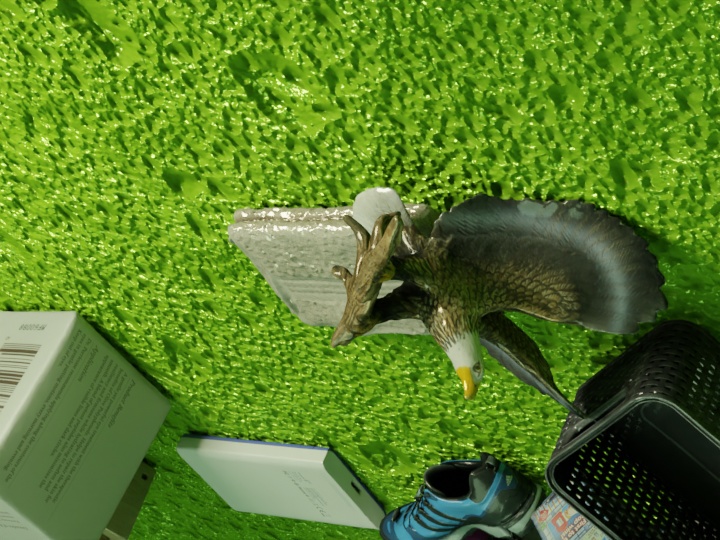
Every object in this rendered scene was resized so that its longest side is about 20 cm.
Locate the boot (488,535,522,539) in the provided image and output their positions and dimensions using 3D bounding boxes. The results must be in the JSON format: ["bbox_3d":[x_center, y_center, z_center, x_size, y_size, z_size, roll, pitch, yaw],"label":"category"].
[{"bbox_3d":[0.188,0.295,1.314,0.132,0.070,0.200,33,166,-13],"label":"boot"}]

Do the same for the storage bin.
[{"bbox_3d":[0.252,0.150,1.044,0.200,0.094,0.135,40,132,-5],"label":"storage bin"}]

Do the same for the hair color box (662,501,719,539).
[{"bbox_3d":[0.311,0.234,1.219,0.100,0.061,0.200,24,150,9],"label":"hair color box"}]

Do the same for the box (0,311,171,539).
[{"bbox_3d":[-0.345,0.166,1.464,0.200,0.199,0.171,-1,141,40],"label":"box"}]

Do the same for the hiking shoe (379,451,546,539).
[{"bbox_3d":[0.082,0.215,1.365,0.200,0.074,0.087,-26,116,42],"label":"hiking shoe"}]

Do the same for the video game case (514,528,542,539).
[{"bbox_3d":[0.179,0.308,1.474,0.200,0.023,0.182,9,147,25],"label":"video game case"}]

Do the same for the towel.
[{"bbox_3d":[0.000,0.000,1.111,0.200,0.035,0.133,-1,142,37],"label":"towel"}]

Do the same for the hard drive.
[{"bbox_3d":[-0.085,0.225,1.537,0.200,0.025,0.132,0,142,36],"label":"hard drive"}]

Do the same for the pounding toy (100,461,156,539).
[{"bbox_3d":[-0.372,0.246,1.704,0.184,0.142,0.200,35,138,-18],"label":"pounding toy"}]

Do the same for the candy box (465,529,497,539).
[{"bbox_3d":[0.100,0.329,1.485,0.136,0.061,0.200,35,150,-15],"label":"candy box"}]

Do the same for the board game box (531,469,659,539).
[{"bbox_3d":[0.236,0.272,1.098,0.200,0.200,0.062,38,105,-14],"label":"board game box"}]

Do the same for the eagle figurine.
[{"bbox_3d":[0.083,0.023,0.981,0.200,0.151,0.152,5,180,-21],"label":"eagle figurine"}]
